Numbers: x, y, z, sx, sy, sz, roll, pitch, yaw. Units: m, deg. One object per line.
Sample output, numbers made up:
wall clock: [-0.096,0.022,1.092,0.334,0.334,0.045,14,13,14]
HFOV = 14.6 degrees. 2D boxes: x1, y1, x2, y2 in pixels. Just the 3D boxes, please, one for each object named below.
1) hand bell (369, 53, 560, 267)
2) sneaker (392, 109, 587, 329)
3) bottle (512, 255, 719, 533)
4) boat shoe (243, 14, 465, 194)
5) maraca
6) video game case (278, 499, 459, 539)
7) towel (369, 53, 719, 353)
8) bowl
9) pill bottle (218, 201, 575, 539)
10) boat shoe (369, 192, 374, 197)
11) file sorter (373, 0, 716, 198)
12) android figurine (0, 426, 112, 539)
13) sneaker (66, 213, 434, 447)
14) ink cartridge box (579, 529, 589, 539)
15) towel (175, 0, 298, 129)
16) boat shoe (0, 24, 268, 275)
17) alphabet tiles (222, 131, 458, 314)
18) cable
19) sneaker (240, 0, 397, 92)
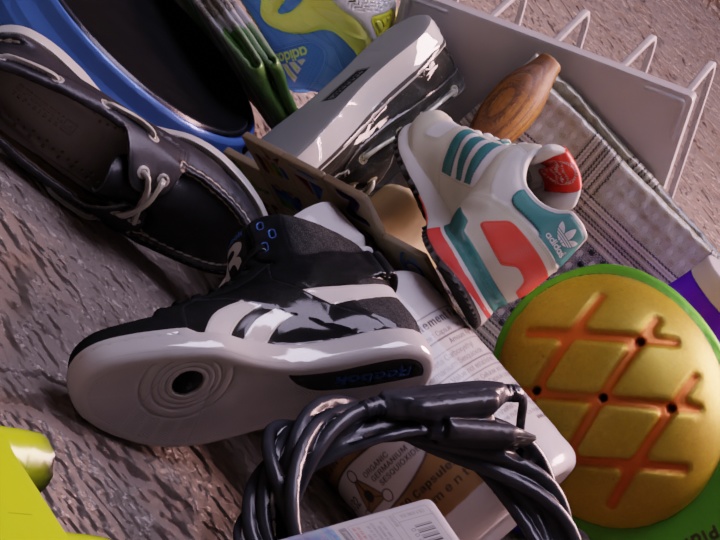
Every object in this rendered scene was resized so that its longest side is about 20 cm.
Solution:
hand bell: [0.056,-0.058,1.730,0.104,0.200,0.104,37,-18,14]
sneaker: [0.080,-0.044,1.598,0.070,0.093,0.200,59,8,-26]
bottle: [0.150,0.071,1.696,0.065,0.200,0.084,36,19,-40]
boat shoe: [-0.007,-0.078,1.748,0.071,0.200,0.064,0,-52,56]
maraca: [0.153,0.094,1.596,0.201,0.137,0.107,65,12,9]
video game case: [0.014,0.203,1.283,0.182,0.024,0.200,-12,56,-40]
towel: [0.106,-0.005,1.783,0.200,0.193,0.035,46,10,1]
bowl: [-0.146,-0.137,1.751,0.200,0.039,0.201,40,18,-16]
pill bottle: [0.014,0.065,1.546,0.200,0.114,0.114,49,18,11]
boat shoe: [0.070,-0.008,1.896,0.063,0.074,0.202,19,26,-39]
file sorter: [0.121,-0.102,1.861,0.199,0.139,0.125,22,25,13]
android figurine: [-0.179,0.098,1.160,0.182,0.041,0.200,53,19,21]
sneaker: [-0.070,0.025,1.440,0.199,0.073,0.112,-1,45,-30]
ink cartridge box: [0.215,0.163,1.735,0.147,0.145,0.200,41,19,-17]
towel: [-0.084,-0.155,1.844,0.200,0.031,0.149,52,-3,35]
boat shoe: [-0.136,-0.060,1.548,0.200,0.074,0.060,40,18,-8]
alphabet tiles: [0.000,0.000,1.640,0.166,0.006,0.200,28,-22,38]
cable: [0.022,0.140,1.414,0.199,0.051,0.164,-6,86,-36]
sneaker: [-0.060,-0.178,1.877,0.076,0.105,0.200,-18,41,-36]
